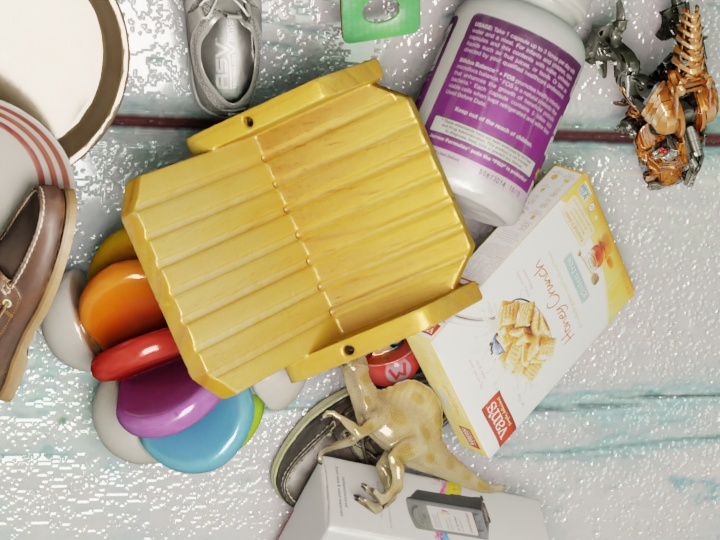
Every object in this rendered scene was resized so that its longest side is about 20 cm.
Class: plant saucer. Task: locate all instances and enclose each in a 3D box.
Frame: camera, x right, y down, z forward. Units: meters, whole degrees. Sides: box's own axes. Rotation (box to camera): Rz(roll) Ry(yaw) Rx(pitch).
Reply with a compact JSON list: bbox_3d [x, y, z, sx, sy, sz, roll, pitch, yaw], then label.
[{"bbox_3d":[-0.275,-0.162,1.535,0.199,0.029,0.201,-4,105,-14],"label":"plant saucer"}]

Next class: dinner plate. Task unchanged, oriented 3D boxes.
[{"bbox_3d":[-0.314,-0.058,1.527,0.199,0.024,0.201,-8,133,-8],"label":"dinner plate"}]

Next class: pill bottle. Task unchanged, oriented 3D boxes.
[{"bbox_3d":[0.109,-0.145,1.588,0.112,0.112,0.201,25,85,-19],"label":"pill bottle"}]

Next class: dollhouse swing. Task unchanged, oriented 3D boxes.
[{"bbox_3d":[-0.041,-0.027,1.473,0.181,0.176,0.201,-23,91,19],"label":"dollhouse swing"}]

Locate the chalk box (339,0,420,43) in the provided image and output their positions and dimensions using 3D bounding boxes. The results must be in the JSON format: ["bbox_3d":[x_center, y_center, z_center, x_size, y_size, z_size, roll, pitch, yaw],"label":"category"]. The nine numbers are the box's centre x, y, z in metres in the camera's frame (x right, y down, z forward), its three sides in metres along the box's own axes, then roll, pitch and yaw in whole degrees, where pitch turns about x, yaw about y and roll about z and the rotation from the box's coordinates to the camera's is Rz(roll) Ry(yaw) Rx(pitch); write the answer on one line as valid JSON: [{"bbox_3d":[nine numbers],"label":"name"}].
[{"bbox_3d":[0.009,-0.271,1.529,0.124,0.124,0.201,-10,107,-12],"label":"chalk box"}]

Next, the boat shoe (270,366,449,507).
[{"bbox_3d":[0.013,0.127,1.669,0.200,0.065,0.073,-40,112,0],"label":"boat shoe"}]

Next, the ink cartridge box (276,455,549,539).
[{"bbox_3d":[0.037,0.244,1.671,0.199,0.086,0.148,13,129,-19],"label":"ink cartridge box"}]

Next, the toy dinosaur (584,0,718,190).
[{"bbox_3d":[0.250,-0.146,1.615,0.102,0.136,0.200,-4,149,-29],"label":"toy dinosaur"}]

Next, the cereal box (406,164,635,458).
[{"bbox_3d":[0.131,0.033,1.633,0.200,0.039,0.144,-47,133,-21],"label":"cereal box"}]

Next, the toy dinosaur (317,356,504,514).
[{"bbox_3d":[0.034,0.139,1.586,0.200,0.058,0.101,43,72,-16],"label":"toy dinosaur"}]

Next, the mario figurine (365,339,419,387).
[{"bbox_3d":[0.000,0.000,1.604,0.106,0.123,0.201,-35,109,-49],"label":"mario figurine"}]

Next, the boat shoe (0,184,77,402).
[{"bbox_3d":[-0.272,0.019,1.539,0.070,0.070,0.200,14,120,-22],"label":"boat shoe"}]

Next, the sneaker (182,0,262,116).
[{"bbox_3d":[-0.100,-0.211,1.538,0.074,0.082,0.201,-11,107,-11],"label":"sneaker"}]

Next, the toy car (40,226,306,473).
[{"bbox_3d":[-0.144,0.069,1.553,0.174,0.150,0.200,-22,110,10],"label":"toy car"}]
